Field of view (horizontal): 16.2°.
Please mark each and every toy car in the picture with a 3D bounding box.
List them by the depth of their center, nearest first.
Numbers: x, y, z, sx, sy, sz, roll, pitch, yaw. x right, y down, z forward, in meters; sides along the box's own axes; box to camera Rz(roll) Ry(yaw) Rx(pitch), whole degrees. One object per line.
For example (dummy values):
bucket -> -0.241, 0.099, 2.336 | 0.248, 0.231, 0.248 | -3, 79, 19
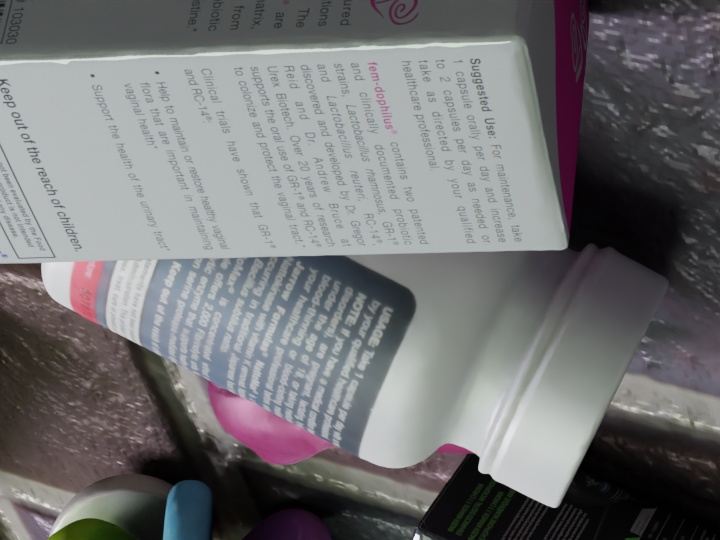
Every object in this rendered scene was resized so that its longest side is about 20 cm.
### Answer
toy car -> -0.060, 0.179, 1.210 | 0.150, 0.175, 0.200 | -36, 115, 21

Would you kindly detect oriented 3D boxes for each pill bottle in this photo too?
pill bottle -> 0.000, 0.000, 0.894 | 0.199, 0.120, 0.120 | 27, 150, 7

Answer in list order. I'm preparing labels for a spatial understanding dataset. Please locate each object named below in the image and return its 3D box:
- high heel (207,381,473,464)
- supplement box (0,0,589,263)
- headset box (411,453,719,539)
high heel -> 0.010, 0.060, 1.020 | 0.199, 0.067, 0.096 | 11, 135, 40
supplement box -> -0.035, -0.072, 0.780 | 0.199, 0.102, 0.104 | -1, 142, 15
headset box -> 0.092, 0.186, 1.052 | 0.199, 0.093, 0.175 | 22, 121, 12
